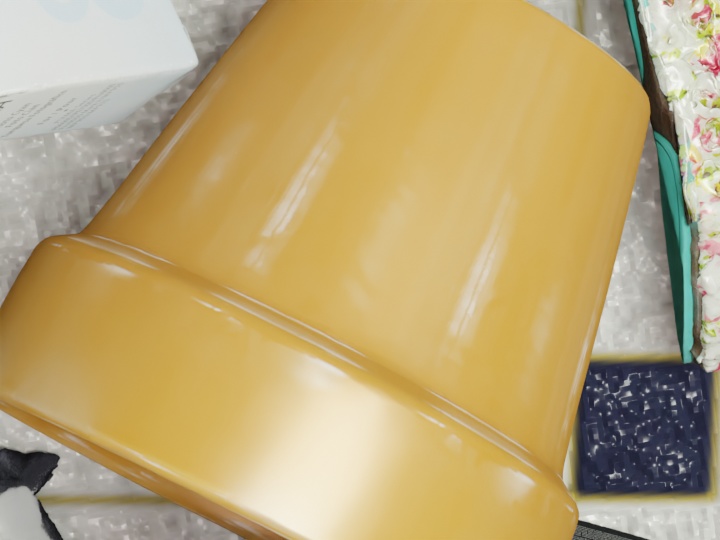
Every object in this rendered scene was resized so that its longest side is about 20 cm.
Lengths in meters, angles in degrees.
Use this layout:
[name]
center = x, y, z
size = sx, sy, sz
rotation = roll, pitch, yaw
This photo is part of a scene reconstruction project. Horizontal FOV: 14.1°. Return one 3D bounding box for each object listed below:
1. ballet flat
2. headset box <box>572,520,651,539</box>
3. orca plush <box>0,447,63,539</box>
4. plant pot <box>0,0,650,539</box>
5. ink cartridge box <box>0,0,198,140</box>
[ballet flat]
center = 0.123, -0.062, 0.976
size = 0.063, 0.076, 0.201
rotation = -10, 109, 5
[headset box]
center = 0.079, 0.195, 0.965
size = 0.092, 0.200, 0.175
rotation = 16, 99, -4
[orca plush]
center = -0.126, 0.165, 1.001
size = 0.105, 0.071, 0.201
rotation = -9, 63, -35
[plant pot]
center = 0.000, 0.000, 0.944
size = 0.199, 0.200, 0.184
rotation = 27, 83, -6
[ink cartridge box]
center = -0.158, -0.115, 0.890
size = 0.047, 0.199, 0.161
rotation = -32, 77, 38
